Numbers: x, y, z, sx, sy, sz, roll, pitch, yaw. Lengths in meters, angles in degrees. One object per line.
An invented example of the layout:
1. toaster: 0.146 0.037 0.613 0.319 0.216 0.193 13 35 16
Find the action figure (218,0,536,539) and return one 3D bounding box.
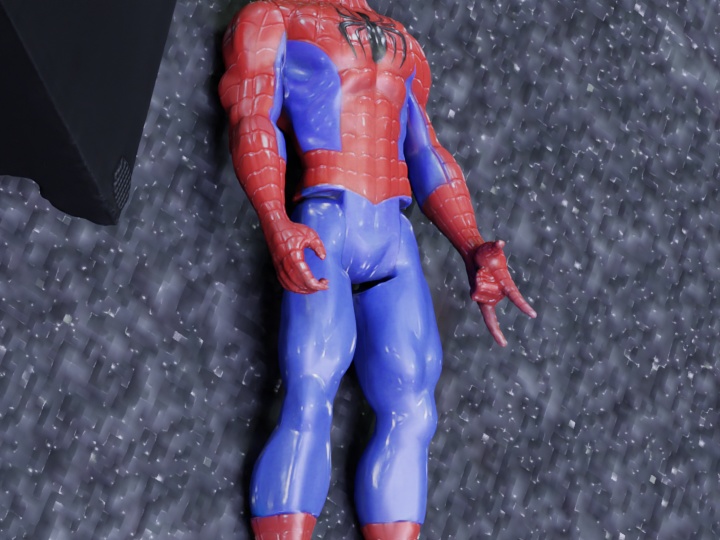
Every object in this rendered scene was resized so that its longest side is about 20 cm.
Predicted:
1. action figure: 0.000 0.000 0.699 0.065 0.052 0.201 5 71 -31

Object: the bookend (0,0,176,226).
1. bookend: -0.151 -0.103 0.574 0.200 0.197 0.093 68 32 -62
